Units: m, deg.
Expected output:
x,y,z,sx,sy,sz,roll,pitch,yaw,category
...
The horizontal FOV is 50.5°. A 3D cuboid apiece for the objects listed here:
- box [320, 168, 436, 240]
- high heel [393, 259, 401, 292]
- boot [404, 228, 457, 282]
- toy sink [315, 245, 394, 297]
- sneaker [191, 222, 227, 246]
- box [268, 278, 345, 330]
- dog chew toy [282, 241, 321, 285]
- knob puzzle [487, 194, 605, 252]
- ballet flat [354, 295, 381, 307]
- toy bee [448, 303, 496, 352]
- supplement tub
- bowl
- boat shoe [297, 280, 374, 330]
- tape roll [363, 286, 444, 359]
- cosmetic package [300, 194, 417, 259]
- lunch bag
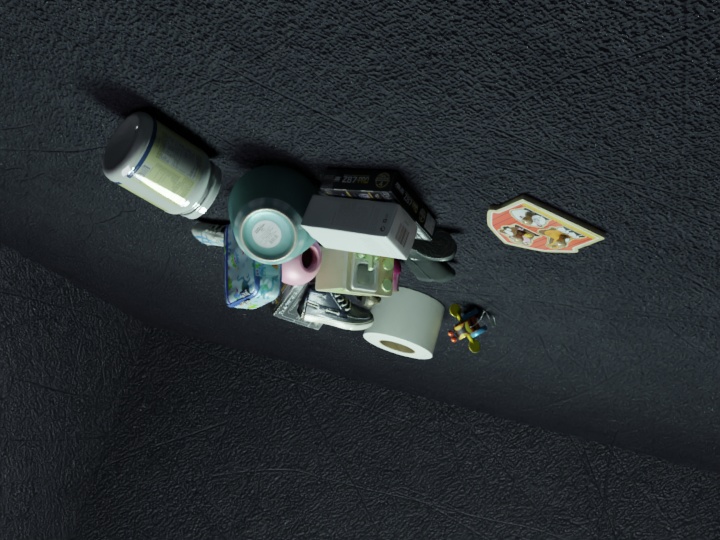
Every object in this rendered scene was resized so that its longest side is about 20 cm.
x,y,z,sx,sy,sz,roll,pitch,yaw,category
0.038,-0.125,1.467,0.159,0.050,0.200,5,159,33,box
0.047,-0.012,1.858,0.066,0.098,0.200,-5,-169,-13,high heel
0.160,-0.022,1.634,0.163,0.066,0.200,18,163,32,boot
0.000,0.000,1.736,0.128,0.115,0.199,7,172,-33,toy sink
-0.355,-0.095,1.978,0.197,0.072,0.074,18,131,23,sneaker
-0.115,0.046,1.918,0.157,0.201,0.049,20,-154,-41,box
-0.181,-0.032,1.743,0.198,0.127,0.124,4,159,43,dog chew toy
0.315,-0.066,1.393,0.216,0.031,0.220,17,164,5,knob puzzle
0.018,0.051,1.941,0.045,0.069,0.200,6,-170,-11,ballet flat
0.269,0.142,1.977,0.132,0.107,0.201,59,171,26,toy bee
-0.387,-0.201,1.501,0.143,0.147,0.199,1,157,45,supplement tub
-0.172,-0.093,1.499,0.196,0.106,0.204,1,119,2,bowl
-0.051,0.084,1.878,0.196,0.094,0.075,7,-148,-17,boat shoe
0.119,0.143,2.085,0.199,0.141,0.203,17,163,5,tape roll
-0.003,-0.083,1.436,0.197,0.075,0.102,12,162,32,cosmetic package
-0.240,-0.021,1.666,0.081,0.204,0.160,8,163,-35,lunch bag
